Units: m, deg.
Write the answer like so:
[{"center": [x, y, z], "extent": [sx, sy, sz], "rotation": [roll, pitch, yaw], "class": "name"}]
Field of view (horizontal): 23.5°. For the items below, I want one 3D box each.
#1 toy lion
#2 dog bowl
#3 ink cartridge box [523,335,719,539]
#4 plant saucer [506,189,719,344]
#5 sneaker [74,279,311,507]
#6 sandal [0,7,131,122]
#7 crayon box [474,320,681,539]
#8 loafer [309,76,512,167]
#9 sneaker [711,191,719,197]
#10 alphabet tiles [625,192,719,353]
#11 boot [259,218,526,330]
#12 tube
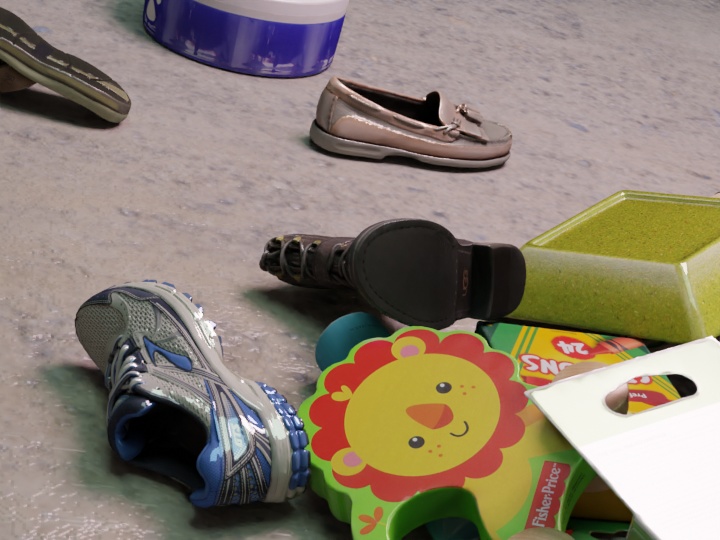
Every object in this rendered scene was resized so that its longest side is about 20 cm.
[{"center": [0.050, 0.114, 0.990], "extent": [0.190, 0.069, 0.201], "rotation": [7, 44, 16], "class": "toy lion"}, {"center": [-0.113, -0.265, 1.716], "extent": [0.199, 0.079, 0.200], "rotation": [12, 24, -6], "class": "dog bowl"}, {"center": [0.194, 0.125, 0.920], "extent": [0.145, 0.048, 0.200], "rotation": [-13, 40, -30], "class": "ink cartridge box"}, {"center": [0.218, -0.013, 1.297], "extent": [0.199, 0.048, 0.200], "rotation": [8, 24, 41], "class": "plant saucer"}, {"center": [-0.118, 0.071, 1.016], "extent": [0.085, 0.078, 0.200], "rotation": [-15, 37, -40], "class": "sneaker"}, {"center": [-0.289, -0.170, 1.455], "extent": [0.200, 0.058, 0.080], "rotation": [31, 20, 1], "class": "sandal"}, {"center": [0.153, 0.106, 1.117], "extent": [0.126, 0.051, 0.200], "rotation": [7, 26, -18], "class": "crayon box"}, {"center": [0.053, -0.134, 1.550], "extent": [0.199, 0.063, 0.072], "rotation": [2, 27, -25], "class": "loafer"}, {"center": [0.318, 0.007, 1.415], "extent": [0.079, 0.076, 0.200], "rotation": [23, 29, -15], "class": "sneaker"}, {"center": [0.272, 0.003, 1.346], "extent": [0.166, 0.006, 0.200], "rotation": [-23, 30, 0], "class": "alphabet tiles"}, {"center": [0.000, 0.000, 1.187], "extent": [0.173, 0.070, 0.199], "rotation": [6, -2, 36], "class": "boot"}, {"center": [0.035, 0.102, 1.075], "extent": [0.077, 0.051, 0.200], "rotation": [-11, 38, -25], "class": "tube"}]
